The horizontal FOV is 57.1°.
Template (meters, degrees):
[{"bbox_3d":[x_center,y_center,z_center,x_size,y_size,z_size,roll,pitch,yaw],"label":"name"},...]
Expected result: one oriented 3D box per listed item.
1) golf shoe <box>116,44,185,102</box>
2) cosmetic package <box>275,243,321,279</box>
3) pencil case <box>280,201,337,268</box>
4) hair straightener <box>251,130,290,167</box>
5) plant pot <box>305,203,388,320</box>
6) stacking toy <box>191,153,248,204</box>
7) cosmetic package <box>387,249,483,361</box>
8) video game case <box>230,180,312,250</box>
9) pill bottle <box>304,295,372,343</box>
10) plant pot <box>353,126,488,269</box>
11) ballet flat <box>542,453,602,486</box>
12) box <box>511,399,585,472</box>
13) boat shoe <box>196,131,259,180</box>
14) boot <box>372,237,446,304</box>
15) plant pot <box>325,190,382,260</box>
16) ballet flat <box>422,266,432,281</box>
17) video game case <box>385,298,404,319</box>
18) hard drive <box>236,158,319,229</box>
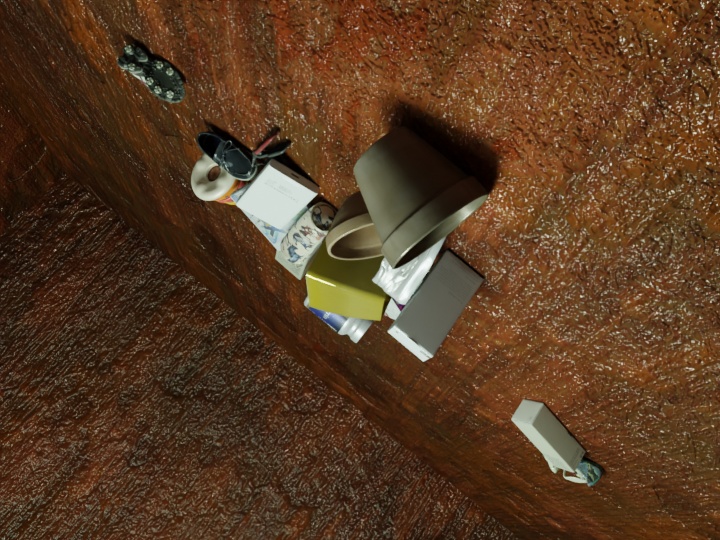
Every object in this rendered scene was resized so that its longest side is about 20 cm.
[{"bbox_3d":[-0.483,-0.463,1.579,0.199,0.078,0.088,38,-179,12],"label":"golf shoe"},{"bbox_3d":[-0.177,-0.056,1.863,0.105,0.071,0.200,40,161,1],"label":"cosmetic package"},{"bbox_3d":[-0.123,-0.087,1.608,0.090,0.077,0.200,58,142,5],"label":"pencil case"},{"bbox_3d":[-0.204,-0.258,1.515,0.077,0.041,0.199,45,155,-16],"label":"hair straightener"},{"bbox_3d":[0.000,0.000,1.504,0.174,0.202,0.201,24,158,9],"label":"plant pot"},{"bbox_3d":[-0.344,-0.225,1.779,0.145,0.148,0.200,27,175,31],"label":"stacking toy"},{"bbox_3d":[0.151,0.071,1.334,0.101,0.201,0.074,38,162,1],"label":"cosmetic package"},{"bbox_3d":[-0.206,-0.150,1.672,0.180,0.022,0.201,-20,122,36],"label":"video game case"},{"bbox_3d":[-0.060,0.116,1.956,0.199,0.116,0.116,38,161,2],"label":"pill bottle"},{"bbox_3d":[0.081,-0.130,1.086,0.175,0.199,0.200,53,162,7],"label":"plant pot"},{"bbox_3d":[0.548,0.519,1.777,0.198,0.075,0.075,13,148,53],"label":"ballet flat"},{"bbox_3d":[0.480,0.421,1.688,0.200,0.069,0.082,48,159,-20],"label":"box"},{"bbox_3d":[-0.332,-0.285,1.641,0.199,0.075,0.062,37,-170,23],"label":"boat shoe"},{"bbox_3d":[0.093,-0.028,1.300,0.095,0.074,0.202,32,121,3],"label":"boot"},{"bbox_3d":[0.022,-0.100,1.308,0.201,0.197,0.095,113,146,-70],"label":"plant pot"},{"bbox_3d":[0.135,0.021,1.493,0.199,0.066,0.065,-5,105,63],"label":"ballet flat"},{"bbox_3d":[0.033,0.046,1.750,0.180,0.036,0.201,18,150,48],"label":"video game case"},{"bbox_3d":[-0.200,-0.177,1.575,0.130,0.027,0.199,28,145,-21],"label":"hard drive"}]
